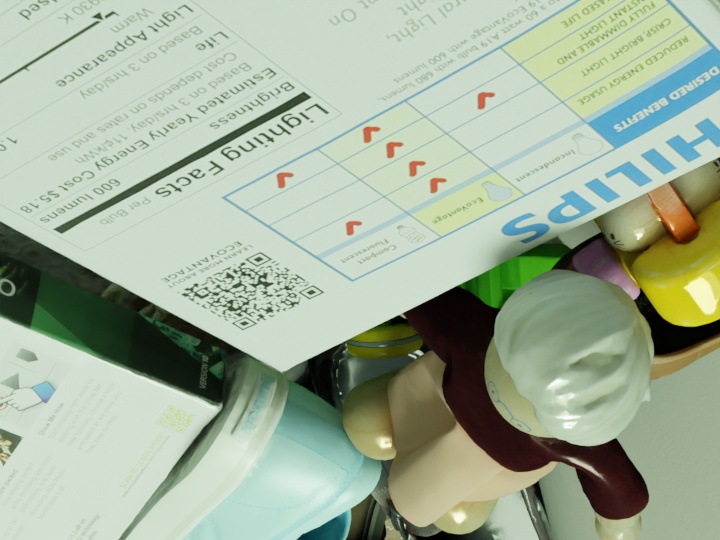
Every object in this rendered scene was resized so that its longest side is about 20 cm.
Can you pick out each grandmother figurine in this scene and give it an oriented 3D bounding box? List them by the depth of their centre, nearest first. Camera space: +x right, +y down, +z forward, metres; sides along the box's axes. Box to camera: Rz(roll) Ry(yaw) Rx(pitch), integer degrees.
[{"bbox_3d":[0.049,0.047,0.657,0.121,0.061,0.200,36,162,1],"label":"grandmother figurine"}]

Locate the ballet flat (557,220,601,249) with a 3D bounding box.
[{"bbox_3d":[0.158,-0.044,0.751,0.198,0.046,0.068,-8,129,-12],"label":"ballet flat"}]

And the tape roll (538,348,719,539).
[{"bbox_3d":[0.171,0.077,0.797,0.201,0.140,0.203,-14,166,-3],"label":"tape roll"}]

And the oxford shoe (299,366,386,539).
[{"bbox_3d":[-0.026,0.101,0.911,0.084,0.073,0.201,6,133,-18],"label":"oxford shoe"}]

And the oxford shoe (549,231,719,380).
[{"bbox_3d":[0.154,-0.025,0.675,0.200,0.072,0.071,-39,-172,-13],"label":"oxford shoe"}]

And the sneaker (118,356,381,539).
[{"bbox_3d":[-0.051,0.104,0.823,0.082,0.074,0.200,31,153,-8],"label":"sneaker"}]

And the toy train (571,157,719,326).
[{"bbox_3d":[0.135,-0.049,0.598,0.199,0.150,0.056,17,152,54],"label":"toy train"}]

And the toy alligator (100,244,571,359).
[{"bbox_3d":[0.000,0.000,0.774,0.198,0.060,0.054,-4,-168,4],"label":"toy alligator"}]

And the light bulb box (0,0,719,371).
[{"bbox_3d":[-0.015,-0.091,0.548,0.197,0.126,0.200,-27,145,26],"label":"light bulb box"}]

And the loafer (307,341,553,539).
[{"bbox_3d":[0.049,0.099,0.821,0.072,0.063,0.201,-32,113,5],"label":"loafer"}]

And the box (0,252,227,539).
[{"bbox_3d":[-0.171,0.048,0.752,0.199,0.036,0.145,24,127,-21],"label":"box"}]
